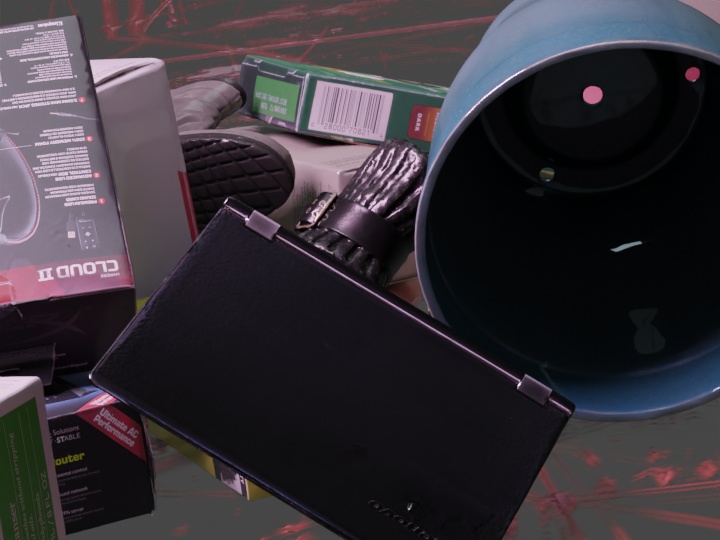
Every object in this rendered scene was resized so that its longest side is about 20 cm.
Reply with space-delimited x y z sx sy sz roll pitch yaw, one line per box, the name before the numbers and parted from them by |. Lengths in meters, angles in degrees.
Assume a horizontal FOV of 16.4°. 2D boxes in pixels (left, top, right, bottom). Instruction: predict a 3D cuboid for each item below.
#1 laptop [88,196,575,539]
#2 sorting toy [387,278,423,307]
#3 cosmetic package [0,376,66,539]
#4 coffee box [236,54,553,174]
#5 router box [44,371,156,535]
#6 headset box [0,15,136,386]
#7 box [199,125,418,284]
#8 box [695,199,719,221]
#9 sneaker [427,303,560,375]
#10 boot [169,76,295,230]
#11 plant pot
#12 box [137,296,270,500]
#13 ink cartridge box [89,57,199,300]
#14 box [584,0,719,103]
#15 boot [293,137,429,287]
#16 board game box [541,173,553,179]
laptop | -0.011 0.065 1.152 0.187 0.116 0.200 32 -10 4
sorting toy | -0.057 0.017 1.628 0.199 0.037 0.185 0 13 14
cosmetic package | -0.207 0.121 1.034 0.084 0.108 0.200 -2 14 21
coffee box | 0.030 -0.104 1.677 0.199 0.044 0.123 7 7 -25
router box | -0.219 0.100 1.247 0.199 0.062 0.150 -13 11 -23
headset box | -0.198 -0.024 1.277 0.148 0.075 0.201 -9 57 -10
box | -0.039 -0.043 1.626 0.068 0.083 0.200 -12 17 -32
box | 0.312 -0.003 1.318 0.199 0.097 0.176 -13 13 -30
sneaker | 0.065 0.030 1.345 0.074 0.085 0.200 -10 12 -7
boot | -0.107 -0.086 1.600 0.199 0.068 0.131 -7 34 36
plant pot | 0.123 -0.056 1.262 0.199 0.201 0.188 -7 26 2
box | -0.074 0.061 1.318 0.050 0.076 0.200 -12 13 -19
ink cartridge box | -0.201 -0.046 1.477 0.199 0.146 0.085 2 20 38
box | 0.186 -0.094 1.574 0.108 0.201 0.128 -9 11 -11
boot | -0.002 -0.002 1.414 0.158 0.080 0.211 -36 17 -9
board game box | 0.115 -0.054 1.753 0.150 0.047 0.200 3 12 -1
